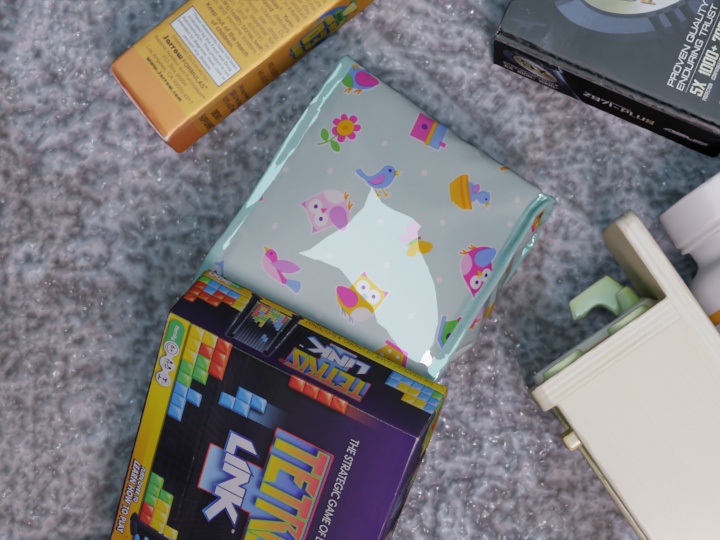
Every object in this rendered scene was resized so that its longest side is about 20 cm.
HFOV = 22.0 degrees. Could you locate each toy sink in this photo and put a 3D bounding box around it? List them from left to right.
[{"bbox_3d":[0.173,0.080,1.139,0.112,0.130,0.201,-34,86,0],"label":"toy sink"}]

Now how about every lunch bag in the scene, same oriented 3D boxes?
[{"bbox_3d":[0.000,0.000,1.160,0.170,0.122,0.201,34,82,4],"label":"lunch bag"}]

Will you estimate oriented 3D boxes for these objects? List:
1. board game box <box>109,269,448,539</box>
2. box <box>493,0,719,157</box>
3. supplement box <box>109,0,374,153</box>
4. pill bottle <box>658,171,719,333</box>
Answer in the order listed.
[{"bbox_3d":[-0.055,0.122,1.124,0.164,0.057,0.201,26,127,10],"label":"board game box"},{"bbox_3d":[0.196,-0.199,1.180,0.163,0.086,0.201,24,88,5],"label":"box"},{"bbox_3d":[-0.063,-0.164,1.202,0.200,0.067,0.069,-40,85,0],"label":"supplement box"},{"bbox_3d":[0.273,0.027,1.146,0.111,0.111,0.201,-33,84,0],"label":"pill bottle"}]
